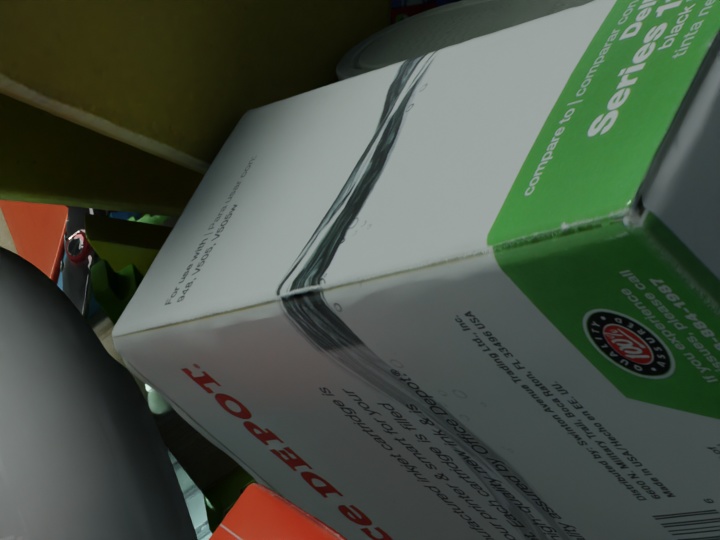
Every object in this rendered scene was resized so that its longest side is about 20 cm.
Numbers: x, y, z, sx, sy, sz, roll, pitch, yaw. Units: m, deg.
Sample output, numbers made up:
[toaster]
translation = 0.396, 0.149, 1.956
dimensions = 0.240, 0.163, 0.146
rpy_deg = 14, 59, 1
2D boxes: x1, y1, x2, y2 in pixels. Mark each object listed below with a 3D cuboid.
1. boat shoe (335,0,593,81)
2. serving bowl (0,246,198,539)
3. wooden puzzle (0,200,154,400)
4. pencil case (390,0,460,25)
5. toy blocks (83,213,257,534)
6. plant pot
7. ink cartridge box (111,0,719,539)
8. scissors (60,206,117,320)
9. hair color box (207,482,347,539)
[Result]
[boat shoe]
translation = 0.089, -0.045, 0.742
dimensions = 0.199, 0.061, 0.076
rpy_deg = -2, 28, 36
[serving bowl]
translation = -0.085, 0.078, 0.810
dimensions = 0.066, 0.201, 0.200
rpy_deg = -18, 23, -12
[wooden puzzle]
translation = -0.080, -0.067, 1.016
dimensions = 0.185, 0.037, 0.200
rpy_deg = -39, 64, 22
[pencil case]
translation = -0.058, -0.083, 0.911
dimensions = 0.199, 0.087, 0.078
rpy_deg = -9, 20, 34
[toy blocks]
translation = 0.000, 0.000, 0.875
dimensions = 0.136, 0.100, 0.200
rpy_deg = -33, 21, 5
[plant pot]
translation = -0.103, -0.133, 0.794
dimensions = 0.194, 0.195, 0.201
rpy_deg = 6, 81, 35
[ink cartridge box]
translation = 0.056, 0.018, 0.677
dimensions = 0.200, 0.147, 0.083
rpy_deg = -12, 42, 51
[scissors]
translation = -0.099, -0.020, 0.993
dimensions = 0.073, 0.014, 0.201
rpy_deg = 19, 91, 34
[hair color box]
translation = -0.038, 0.165, 0.667
dimensions = 0.200, 0.111, 0.064
rpy_deg = -52, 24, -8
